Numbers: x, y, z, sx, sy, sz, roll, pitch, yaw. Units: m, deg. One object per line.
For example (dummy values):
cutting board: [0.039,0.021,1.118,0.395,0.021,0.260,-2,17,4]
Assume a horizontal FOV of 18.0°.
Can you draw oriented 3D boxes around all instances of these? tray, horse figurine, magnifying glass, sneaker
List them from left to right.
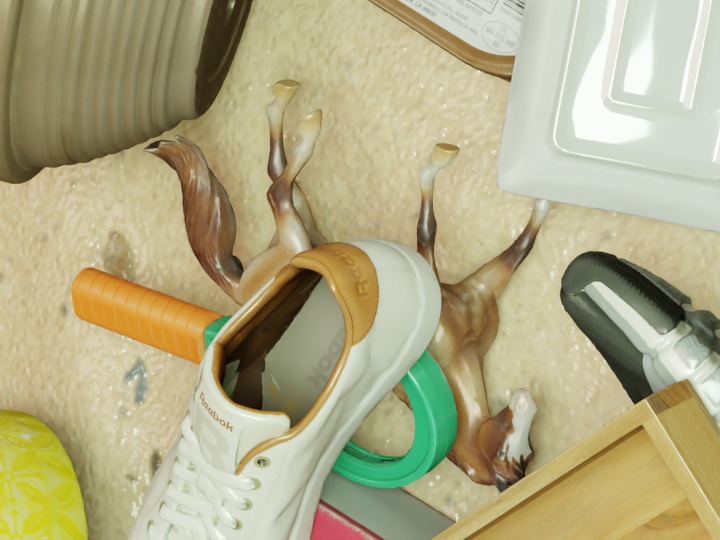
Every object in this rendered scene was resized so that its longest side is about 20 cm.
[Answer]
sneaker: [-0.052,0.070,0.871,0.073,0.085,0.200,37,106,26]
magnifying glass: [-0.044,0.036,0.955,0.200,0.022,0.080,17,127,33]
horse figurine: [0.000,0.000,0.950,0.200,0.050,0.133,19,112,25]
tray: [0.063,0.131,0.809,0.200,0.037,0.099,-38,78,36]
tray: [0.121,-0.119,0.871,0.107,0.022,0.201,10,95,1]
sneaker: [0.121,0.093,0.814,0.200,0.075,0.116,44,105,15]

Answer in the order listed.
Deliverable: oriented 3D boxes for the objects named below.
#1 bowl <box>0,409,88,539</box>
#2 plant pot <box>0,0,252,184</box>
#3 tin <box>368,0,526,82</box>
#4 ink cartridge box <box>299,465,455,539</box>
bowl: [-0.215,0.153,1.008,0.200,0.107,0.201,-24,59,48]
plant pot: [-0.097,-0.126,0.955,0.092,0.201,0.201,16,98,4]
tin: [0.040,-0.155,0.944,0.200,0.042,0.112,35,102,28]
ink cartridge box: [-0.035,0.183,0.951,0.145,0.083,0.200,29,102,29]
